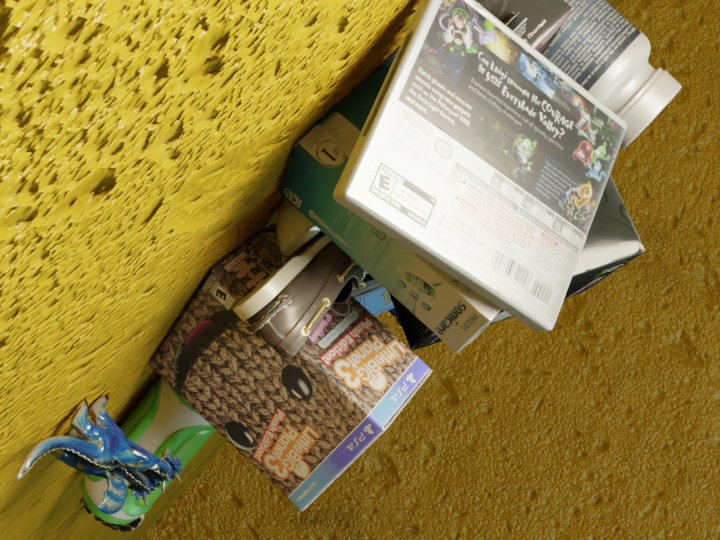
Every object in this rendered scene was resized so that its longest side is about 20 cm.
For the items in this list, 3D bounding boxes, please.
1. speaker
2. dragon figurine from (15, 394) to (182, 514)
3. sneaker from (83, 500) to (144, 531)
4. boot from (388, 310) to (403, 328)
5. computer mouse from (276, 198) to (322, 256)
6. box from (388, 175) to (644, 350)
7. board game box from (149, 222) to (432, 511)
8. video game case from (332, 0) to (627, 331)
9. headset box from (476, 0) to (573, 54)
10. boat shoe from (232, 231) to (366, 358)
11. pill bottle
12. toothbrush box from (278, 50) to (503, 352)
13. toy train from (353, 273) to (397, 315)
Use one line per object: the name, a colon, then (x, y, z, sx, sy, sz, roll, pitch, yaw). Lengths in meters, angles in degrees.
speaker: (-0.214, 0.179, 1.113, 0.200, 0.088, 0.088, -49, 176, 23)
dragon figurine: (-0.206, 0.160, 0.875, 0.059, 0.099, 0.200, -48, 176, -1)
sneaker: (-0.276, 0.255, 1.324, 0.200, 0.077, 0.085, -47, -172, 34)
boot: (0.016, 0.009, 1.161, 0.069, 0.174, 0.200, -37, -171, 40)
computer mouse: (-0.028, -0.071, 0.950, 0.110, 0.044, 0.200, -37, -176, 25)
box: (0.124, -0.036, 0.965, 0.199, 0.149, 0.124, -17, 167, -18)
board game box: (-0.067, 0.089, 0.963, 0.097, 0.200, 0.160, -43, 174, -49)
video game case: (0.094, -0.081, 0.764, 0.023, 0.200, 0.182, -6, -124, 60)
headset box: (0.108, -0.191, 0.994, 0.149, 0.075, 0.200, -46, 176, -9)
boat shoe: (-0.031, 0.005, 0.888, 0.072, 0.060, 0.200, -36, -175, 35)
pill bottle: (0.242, -0.232, 1.146, 0.120, 0.200, 0.120, -47, 176, -4)
toothbrush box: (0.059, -0.059, 0.844, 0.146, 0.200, 0.085, -45, 175, -25)
toy train: (0.000, 0.000, 1.056, 0.199, 0.115, 0.087, -23, -149, -19)
